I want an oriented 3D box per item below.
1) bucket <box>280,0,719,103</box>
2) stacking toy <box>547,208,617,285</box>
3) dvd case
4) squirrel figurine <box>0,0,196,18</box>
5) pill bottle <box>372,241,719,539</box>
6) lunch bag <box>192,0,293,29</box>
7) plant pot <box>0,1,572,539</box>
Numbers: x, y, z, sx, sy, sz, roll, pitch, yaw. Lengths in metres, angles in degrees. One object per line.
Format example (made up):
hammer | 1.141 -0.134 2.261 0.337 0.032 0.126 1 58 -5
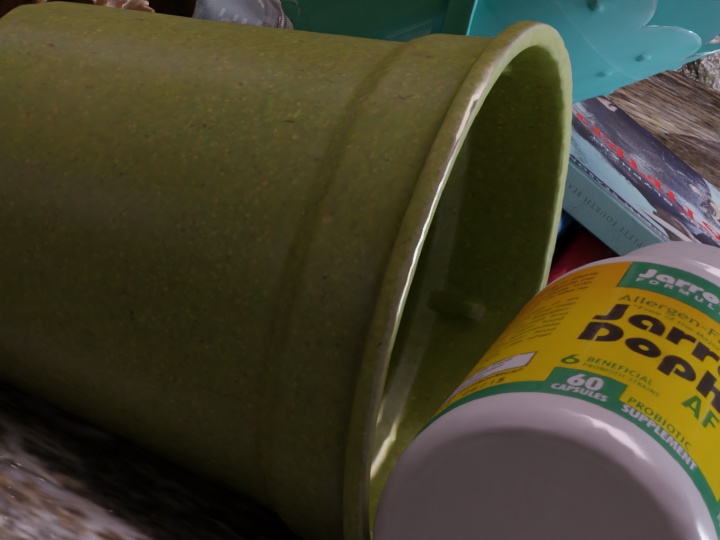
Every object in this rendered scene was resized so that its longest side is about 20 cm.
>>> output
bucket | 0.048 -0.149 1.140 0.207 0.134 0.208 50 26 -36
stacking toy | 0.124 0.065 1.193 0.200 0.110 0.116 38 13 6
dvd case | 0.130 -0.028 1.245 0.146 0.022 0.200 40 16 -7
squirrel figurine | -0.125 -0.096 1.144 0.141 0.187 0.200 20 15 -5
pill bottle | 0.086 0.061 0.944 0.113 0.113 0.200 27 26 10
lunch bag | -0.095 -0.098 1.366 0.168 0.140 0.200 36 1 -42
plant pot | -0.045 -0.010 0.972 0.184 0.201 0.200 16 9 16
